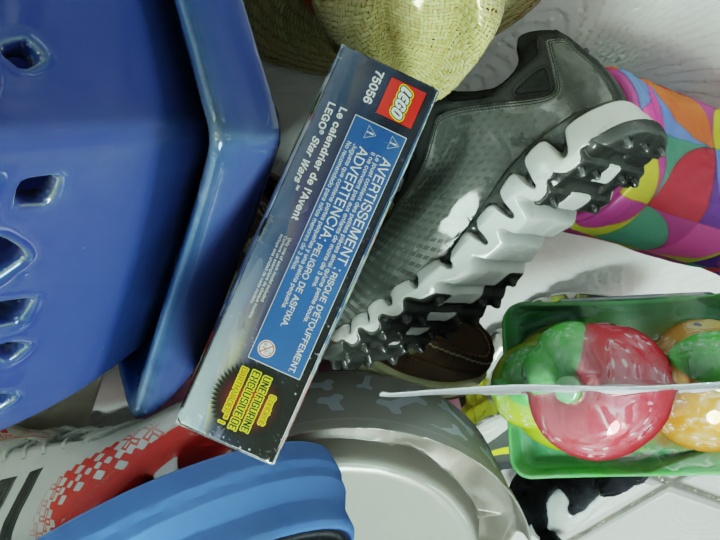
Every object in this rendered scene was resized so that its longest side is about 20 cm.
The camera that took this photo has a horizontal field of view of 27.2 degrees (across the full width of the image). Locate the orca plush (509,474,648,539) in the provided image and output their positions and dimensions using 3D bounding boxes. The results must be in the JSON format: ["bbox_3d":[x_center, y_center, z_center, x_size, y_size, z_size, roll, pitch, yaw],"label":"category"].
[{"bbox_3d":[0.128,0.135,0.991,0.071,0.106,0.200,30,172,-2],"label":"orca plush"}]

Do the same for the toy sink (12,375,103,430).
[{"bbox_3d":[-0.232,0.027,0.702,0.198,0.113,0.131,3,143,-20],"label":"toy sink"}]

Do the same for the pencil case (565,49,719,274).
[{"bbox_3d":[0.171,-0.040,0.748,0.199,0.089,0.088,16,136,-34],"label":"pencil case"}]

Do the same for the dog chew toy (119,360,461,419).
[{"bbox_3d":[-0.041,0.077,0.832,0.199,0.125,0.125,21,133,-29],"label":"dog chew toy"}]

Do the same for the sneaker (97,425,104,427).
[{"bbox_3d":[-0.145,0.130,0.915,0.198,0.089,0.074,5,147,20],"label":"sneaker"}]

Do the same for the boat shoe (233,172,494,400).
[{"bbox_3d":[0.001,0.004,0.752,0.201,0.075,0.075,24,121,-34],"label":"boat shoe"}]

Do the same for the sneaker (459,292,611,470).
[{"bbox_3d":[0.110,0.073,0.922,0.199,0.075,0.084,-28,149,36],"label":"sneaker"}]

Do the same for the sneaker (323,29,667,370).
[{"bbox_3d":[0.044,-0.033,0.681,0.200,0.091,0.066,-42,151,30],"label":"sneaker"}]

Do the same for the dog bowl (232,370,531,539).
[{"bbox_3d":[-0.012,0.136,0.773,0.198,0.059,0.201,-2,127,-2],"label":"dog bowl"}]

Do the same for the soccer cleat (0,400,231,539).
[{"bbox_3d":[-0.132,0.095,0.659,0.200,0.086,0.068,-40,157,32],"label":"soccer cleat"}]

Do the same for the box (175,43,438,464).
[{"bbox_3d":[-0.022,-0.009,0.585,0.040,0.138,0.200,24,-178,-3],"label":"box"}]

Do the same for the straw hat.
[{"bbox_3d":[0.018,-0.118,0.601,0.199,0.086,0.202,-9,145,-6],"label":"straw hat"}]

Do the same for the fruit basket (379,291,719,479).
[{"bbox_3d":[0.124,0.047,0.691,0.184,0.095,0.200,-4,169,19],"label":"fruit basket"}]

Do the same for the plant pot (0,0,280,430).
[{"bbox_3d":[-0.140,-0.055,0.549,0.178,0.201,0.201,-3,144,-23],"label":"plant pot"}]

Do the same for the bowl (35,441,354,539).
[{"bbox_3d":[-0.091,0.143,0.640,0.200,0.040,0.201,-26,159,-11],"label":"bowl"}]
